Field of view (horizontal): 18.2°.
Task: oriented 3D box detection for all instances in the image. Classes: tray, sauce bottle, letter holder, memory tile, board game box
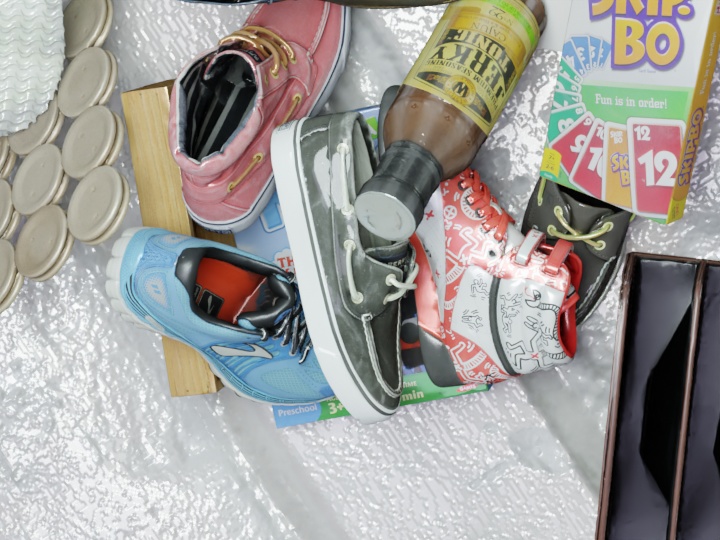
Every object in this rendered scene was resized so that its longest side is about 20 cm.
[{"bbox_3d":[-0.113,-0.025,1.495,0.037,0.099,0.201,-6,98,14],"label":"tray"},{"bbox_3d":[0.054,-0.100,1.376,0.064,0.200,0.065,17,142,14],"label":"sauce bottle"},{"bbox_3d":[0.205,0.101,1.434,0.100,0.142,0.201,6,100,10],"label":"letter holder"},{"bbox_3d":[-0.207,-0.077,1.466,0.153,0.017,0.201,-33,49,31],"label":"memory tile"},{"bbox_3d":[0.170,-0.136,1.367,0.095,0.030,0.201,24,116,30],"label":"board game box"},{"bbox_3d":[-0.004,-0.006,1.510,0.151,0.037,0.201,-11,96,12],"label":"board game box"}]

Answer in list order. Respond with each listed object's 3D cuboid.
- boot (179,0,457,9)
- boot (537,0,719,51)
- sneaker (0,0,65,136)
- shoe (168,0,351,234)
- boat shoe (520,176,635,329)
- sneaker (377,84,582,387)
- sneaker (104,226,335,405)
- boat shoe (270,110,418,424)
[{"bbox_3d":[-0.034,-0.183,1.393,0.199,0.097,0.075,12,125,21],"label":"boot"},{"bbox_3d":[0.166,-0.185,1.437,0.199,0.090,0.073,17,130,33],"label":"boot"},{"bbox_3d":[-0.231,-0.189,1.455,0.069,0.100,0.201,0,118,-21],"label":"sneaker"},{"bbox_3d":[-0.062,-0.127,1.428,0.071,0.091,0.201,18,68,14],"label":"shoe"},{"bbox_3d":[0.146,-0.050,1.461,0.071,0.061,0.202,17,102,7],"label":"boat shoe"},{"bbox_3d":[0.081,-0.027,1.432,0.107,0.067,0.202,-8,103,21],"label":"sneaker"},{"bbox_3d":[-0.064,0.034,1.421,0.090,0.200,0.079,0,70,50],"label":"sneaker"},{"bbox_3d":[0.000,0.000,1.400,0.063,0.071,0.201,-10,105,24],"label":"boat shoe"}]
